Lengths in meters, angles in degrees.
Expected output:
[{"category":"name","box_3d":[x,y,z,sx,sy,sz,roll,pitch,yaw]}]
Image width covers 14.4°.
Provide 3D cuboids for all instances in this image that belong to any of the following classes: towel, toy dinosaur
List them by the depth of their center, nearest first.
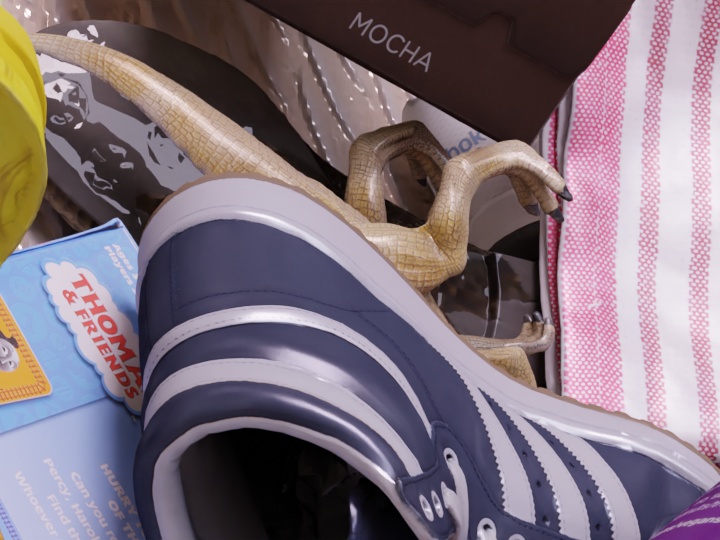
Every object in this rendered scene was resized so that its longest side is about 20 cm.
[{"category":"toy dinosaur","box_3d":[0.000,0.000,0.732,0.101,0.058,0.201,-37,101,-31]},{"category":"towel","box_3d":[0.149,-0.012,0.810,0.199,0.030,0.147,3,72,-9]}]

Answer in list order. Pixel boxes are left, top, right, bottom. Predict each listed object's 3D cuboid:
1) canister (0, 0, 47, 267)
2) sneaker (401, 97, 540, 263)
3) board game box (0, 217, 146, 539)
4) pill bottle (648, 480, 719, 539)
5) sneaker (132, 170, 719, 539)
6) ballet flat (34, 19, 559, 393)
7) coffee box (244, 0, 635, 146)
[{"category":"canister","box_3d":[-0.150,-0.089,0.626,0.148,0.087,0.201,19,34,-28]},{"category":"sneaker","box_3d":[0.093,-0.034,0.922,0.199,0.075,0.087,1,51,-52]},{"category":"board game box","box_3d":[-0.080,0.074,0.622,0.152,0.037,0.200,57,32,10]},{"category":"pill bottle","box_3d":[0.111,0.093,0.625,0.200,0.112,0.113,-33,84,-36]},{"category":"sneaker","box_3d":[0.026,0.068,0.663,0.200,0.070,0.109,36,25,-18]},{"category":"ballet flat","box_3d":[-0.017,-0.006,0.785,0.199,0.046,0.068,26,67,-26]},{"category":"coffee box","box_3d":[-0.010,-0.126,0.806,0.113,0.080,0.200,27,14,-34]}]
